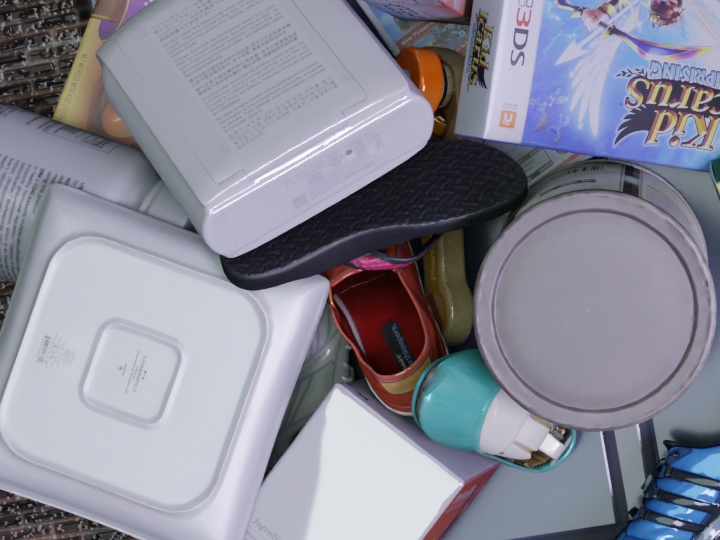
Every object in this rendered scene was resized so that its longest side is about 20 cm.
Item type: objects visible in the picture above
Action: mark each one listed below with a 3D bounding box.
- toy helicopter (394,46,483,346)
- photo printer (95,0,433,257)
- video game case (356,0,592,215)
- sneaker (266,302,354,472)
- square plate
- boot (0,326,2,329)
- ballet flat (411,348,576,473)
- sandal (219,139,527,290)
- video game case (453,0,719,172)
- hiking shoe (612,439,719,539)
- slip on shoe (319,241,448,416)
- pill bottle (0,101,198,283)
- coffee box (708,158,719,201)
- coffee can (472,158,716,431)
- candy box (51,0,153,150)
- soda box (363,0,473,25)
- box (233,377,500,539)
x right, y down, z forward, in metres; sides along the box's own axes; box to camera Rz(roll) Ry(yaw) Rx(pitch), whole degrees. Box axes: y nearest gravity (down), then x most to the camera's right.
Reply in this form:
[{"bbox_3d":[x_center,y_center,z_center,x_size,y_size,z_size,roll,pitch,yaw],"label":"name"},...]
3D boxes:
[{"bbox_3d":[0.047,-0.048,1.637,0.079,0.132,0.201,1,81,-28],"label":"toy helicopter"},{"bbox_3d":[-0.070,-0.119,1.582,0.166,0.070,0.200,-31,51,-8],"label":"photo printer"},{"bbox_3d":[0.101,-0.159,1.674,0.143,0.017,0.200,-35,86,10],"label":"video game case"},{"bbox_3d":[-0.033,0.050,1.686,0.081,0.075,0.200,31,104,-1],"label":"sneaker"},{"bbox_3d":[-0.143,0.067,1.572,0.198,0.028,0.200,19,91,7],"label":"square plate"},{"bbox_3d":[-0.189,0.110,1.688,0.188,0.068,0.200,-46,61,-3],"label":"boot"},{"bbox_3d":[0.097,0.094,1.589,0.070,0.200,0.067,25,90,23],"label":"ballet flat"},{"bbox_3d":[0.009,-0.029,1.560,0.200,0.045,0.075,-18,44,2],"label":"sandal"},{"bbox_3d":[0.168,-0.163,1.592,0.200,0.045,0.182,6,95,-26],"label":"video game case"},{"bbox_3d":[0.212,0.159,1.643,0.200,0.074,0.087,-30,79,1],"label":"hiking shoe"},{"bbox_3d":[0.000,0.000,1.596,0.074,0.061,0.200,-27,66,3],"label":"slip on shoe"},{"bbox_3d":[-0.200,-0.039,1.656,0.200,0.113,0.114,19,96,15],"label":"pill bottle"},{"bbox_3d":[0.338,-0.044,1.596,0.200,0.044,0.123,-18,112,10],"label":"coffee box"},{"bbox_3d":[0.151,0.011,1.568,0.146,0.200,0.147,1,98,7],"label":"coffee can"},{"bbox_3d":[-0.122,-0.170,1.698,0.116,0.056,0.200,23,97,10],"label":"candy box"},{"bbox_3d":[0.038,-0.199,1.573,0.063,0.200,0.069,7,91,10],"label":"soda box"},{"bbox_3d":[-0.016,0.179,1.639,0.106,0.152,0.200,38,99,10],"label":"box"}]
